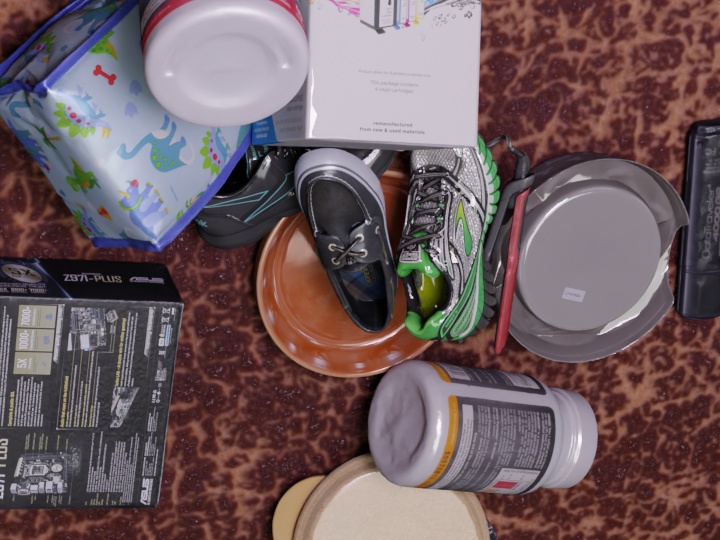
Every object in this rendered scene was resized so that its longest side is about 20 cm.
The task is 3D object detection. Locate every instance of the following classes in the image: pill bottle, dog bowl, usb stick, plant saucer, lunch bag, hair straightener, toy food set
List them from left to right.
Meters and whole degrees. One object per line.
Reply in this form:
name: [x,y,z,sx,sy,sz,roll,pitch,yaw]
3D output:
lunch bag: [-0.172,-0.142,1.312,0.200,0.127,0.171,-49,123,-26]
pill bottle: [-0.107,-0.216,1.210,0.118,0.201,0.120,-7,142,-5]
plant saucer: [0.000,0.000,1.481,0.198,0.032,0.202,-7,114,-15]
toy food set: [0.027,0.270,1.567,0.199,0.049,0.199,-24,96,-7]
hair straightener: [0.105,-0.026,1.446,0.076,0.041,0.202,12,115,10]
pill bottle: [0.115,0.149,1.529,0.199,0.116,0.117,10,110,-33]
dog bowl: [0.204,-0.017,1.523,0.198,0.059,0.202,-6,115,-14]
usb stick: [0.331,-0.046,1.567,0.055,0.033,0.202,-5,115,-8]

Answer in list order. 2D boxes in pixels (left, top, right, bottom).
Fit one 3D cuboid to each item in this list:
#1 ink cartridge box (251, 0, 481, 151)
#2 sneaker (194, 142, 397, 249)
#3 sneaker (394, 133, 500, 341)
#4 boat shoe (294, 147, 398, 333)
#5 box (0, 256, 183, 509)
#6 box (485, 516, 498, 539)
ink cartridge box: [0.003,-0.198,1.294,0.143,0.147,0.202,1,92,-20]
sneaker: [-0.055,-0.088,1.387,0.199,0.076,0.079,-30,143,-3]
sneaker: [0.070,-0.036,1.401,0.085,0.078,0.202,-17,105,-51]
boat shoe: [-0.005,-0.022,1.379,0.068,0.057,0.201,-11,141,10]
box: [-0.248,0.098,1.413,0.162,0.086,0.202,1,113,-19]
box: [0.063,0.349,1.651,0.199,0.044,0.161,-27,119,-5]
